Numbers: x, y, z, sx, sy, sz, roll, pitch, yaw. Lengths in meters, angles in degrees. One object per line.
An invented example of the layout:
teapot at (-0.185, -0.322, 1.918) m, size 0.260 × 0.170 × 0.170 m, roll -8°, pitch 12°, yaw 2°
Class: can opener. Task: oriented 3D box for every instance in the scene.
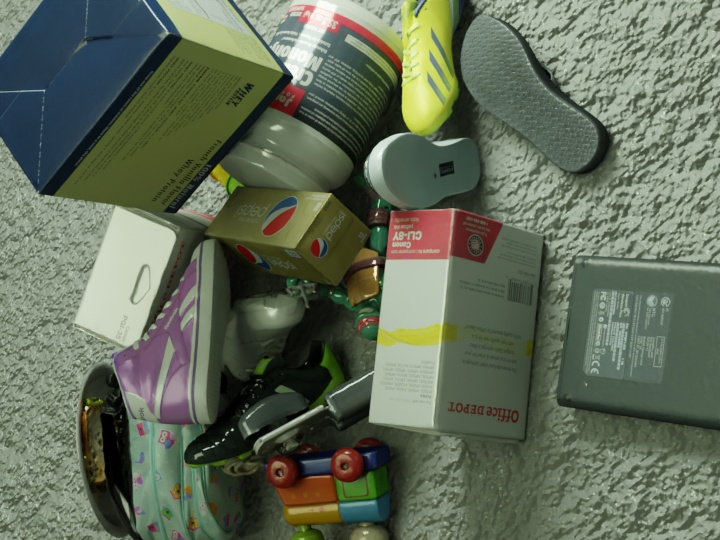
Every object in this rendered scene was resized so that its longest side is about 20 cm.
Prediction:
can opener at (-0.025, 0.120, 1.267) m, size 0.200 × 0.053 × 0.067 m, roll -29°, pitch 68°, yaw -12°

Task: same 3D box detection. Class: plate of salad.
plate of salad at (-0.274, 0.202, 1.462) m, size 0.048 × 0.200 × 0.201 m, roll -10°, pitch 72°, yaw 9°

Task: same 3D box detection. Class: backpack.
backpack at (-0.196, 0.204, 1.404) m, size 0.126 × 0.167 × 0.201 m, roll -7°, pitch 82°, yaw 22°

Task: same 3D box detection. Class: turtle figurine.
turtle figurine at (0.000, 0.000, 1.315) m, size 0.149 × 0.101 × 0.201 m, roll -19°, pitch 50°, yaw 18°

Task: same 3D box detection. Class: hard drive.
hard drive at (0.270, 0.062, 1.112) m, size 0.199 × 0.033 × 0.140 m, roll 5°, pitch 84°, yaw 41°

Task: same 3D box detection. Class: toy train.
toy train at (-0.064, 0.240, 1.307) m, size 0.199 × 0.085 × 0.116 m, roll -9°, pitch 88°, yaw 19°

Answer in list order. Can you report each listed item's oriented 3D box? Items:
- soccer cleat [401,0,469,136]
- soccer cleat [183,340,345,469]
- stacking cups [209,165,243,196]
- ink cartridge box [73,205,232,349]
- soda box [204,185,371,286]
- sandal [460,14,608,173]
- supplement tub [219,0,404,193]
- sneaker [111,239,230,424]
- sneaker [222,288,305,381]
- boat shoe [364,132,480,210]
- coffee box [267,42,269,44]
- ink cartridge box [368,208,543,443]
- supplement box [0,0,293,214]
soccer cleat at (0.062, -0.227, 1.293) m, size 0.065 × 0.084 × 0.201 m, roll -13°, pitch 56°, yaw 38°
soccer cleat at (-0.103, 0.137, 1.316) m, size 0.067 × 0.200 × 0.081 m, roll -1°, pitch 111°, yaw 54°
stacking cups at (-0.097, -0.073, 1.443) m, size 0.200 × 0.060 × 0.061 m, roll 45°, pitch 110°, yaw 35°
ink cartridge box at (-0.221, 0.006, 1.430) m, size 0.083 × 0.200 × 0.147 m, roll 22°, pitch 95°, yaw 13°
soda box at (-0.078, -0.038, 1.301) m, size 0.200 × 0.064 × 0.068 m, roll 11°, pitch 63°, yaw 57°
sandal at (0.167, -0.168, 1.252) m, size 0.076 × 0.043 × 0.200 m, roll -51°, pitch 62°, yaw 30°
supplement tub at (-0.050, -0.173, 1.339) m, size 0.140 × 0.140 × 0.201 m, roll 17°, pitch 75°, yaw 41°
sneaker at (-0.196, 0.058, 1.302) m, size 0.114 × 0.073 × 0.201 m, roll -1°, pitch 60°, yaw 11°
sneaker at (-0.104, 0.077, 1.393) m, size 0.200 × 0.078 × 0.100 m, roll -25°, pitch 78°, yaw 65°
boat shoe at (0.036, -0.092, 1.234) m, size 0.091 × 0.200 × 0.071 m, roll -4°, pitch 93°, yaw 30°
coffee box at (-0.144, -0.202, 1.414) m, size 0.080 × 0.200 × 0.113 m, roll 42°, pitch 107°, yaw 35°
ink cartridge box at (0.090, 0.054, 1.194) m, size 0.083 × 0.145 × 0.201 m, roll 0°, pitch 81°, yaw 41°
supplement box at (-0.212, -0.176, 1.216) m, size 0.200 × 0.200 × 0.134 m, roll -46°, pitch 67°, yaw 20°
